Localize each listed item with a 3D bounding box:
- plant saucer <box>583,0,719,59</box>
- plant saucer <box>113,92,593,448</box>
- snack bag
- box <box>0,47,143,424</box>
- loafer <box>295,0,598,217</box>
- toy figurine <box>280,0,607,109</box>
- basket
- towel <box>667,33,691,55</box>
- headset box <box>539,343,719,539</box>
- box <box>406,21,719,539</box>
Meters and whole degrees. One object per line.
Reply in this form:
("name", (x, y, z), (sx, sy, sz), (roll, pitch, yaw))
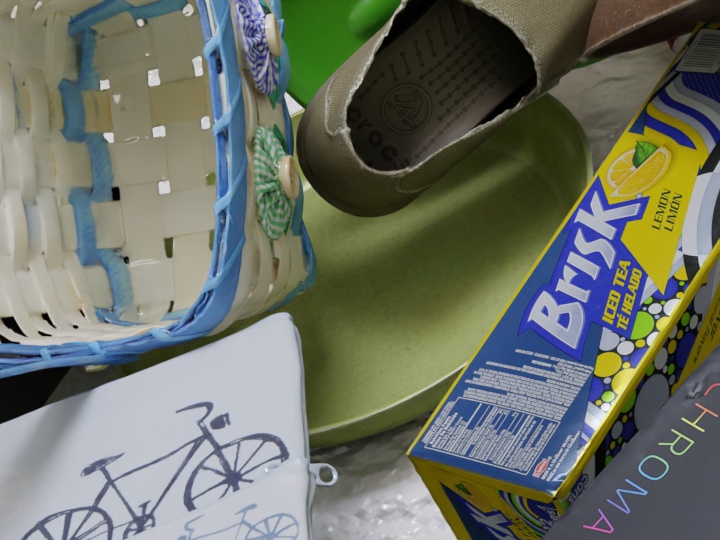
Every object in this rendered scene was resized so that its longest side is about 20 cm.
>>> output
("plant saucer", (0.165, -0.123, 0.842), (0.199, 0.037, 0.200), (-19, -1, 0))
("plant saucer", (0.000, 0.000, 0.939), (0.199, 0.031, 0.201), (-19, 37, 15))
("snack bag", (-0.096, 0.097, 0.763), (0.187, 0.021, 0.201), (-21, 34, 12))
("box", (-0.199, 0.009, 0.941), (0.124, 0.149, 0.200), (-14, 35, 50))
("loafer", (0.057, -0.097, 0.899), (0.200, 0.076, 0.067), (-52, 10, 3))
("toy figurine", (0.044, -0.153, 1.020), (0.200, 0.150, 0.184), (-42, 12, 8))
("basket", (-0.104, -0.051, 0.849), (0.138, 0.178, 0.199), (-11, -5, 33))
("towel", (0.187, -0.120, 0.965), (0.143, 0.023, 0.200), (-26, 37, 6))
("headset box", (0.172, 0.090, 0.657), (0.174, 0.093, 0.200), (-44, 39, -12))
("box", (0.101, 0.012, 0.815), (0.064, 0.070, 0.200), (14, 57, 39))
